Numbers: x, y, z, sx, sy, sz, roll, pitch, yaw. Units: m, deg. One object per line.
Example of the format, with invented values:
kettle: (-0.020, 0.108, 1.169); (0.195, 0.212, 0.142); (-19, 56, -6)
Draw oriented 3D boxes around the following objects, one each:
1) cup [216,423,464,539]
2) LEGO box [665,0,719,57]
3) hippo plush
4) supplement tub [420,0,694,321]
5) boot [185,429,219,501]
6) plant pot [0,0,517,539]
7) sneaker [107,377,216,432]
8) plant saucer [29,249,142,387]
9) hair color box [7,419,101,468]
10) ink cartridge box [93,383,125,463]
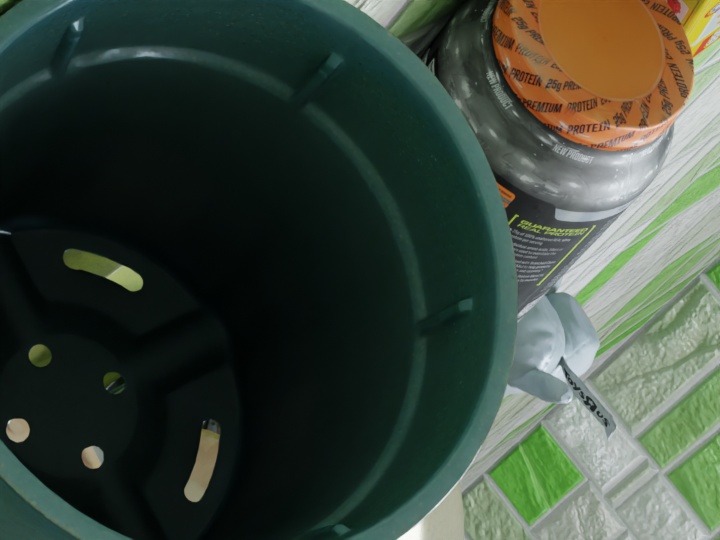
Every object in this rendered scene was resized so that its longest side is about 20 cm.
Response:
cup: (-0.019, 0.126, 1.656); (0.200, 0.200, 0.144); (-30, 140, -45)
LEGO box: (0.189, -0.188, 1.192); (0.149, 0.077, 0.200); (-37, 171, -15)
hippo plush: (0.049, 0.054, 1.537); (0.160, 0.201, 0.159); (-33, 151, 14)
supplement tub: (0.069, -0.056, 1.220); (0.122, 0.123, 0.200); (-32, 169, -38)
boot: (-0.085, 0.124, 1.245); (0.144, 0.070, 0.202); (-69, 177, -58)
plant pot: (-0.076, 0.025, 0.864); (0.200, 0.201, 0.196); (-34, 177, -28)
sneaker: (-0.154, 0.112, 1.333); (0.200, 0.074, 0.079); (-47, -158, -24)
plant saucer: (-0.111, 0.011, 1.122); (0.200, 0.031, 0.200); (-39, 171, -7)
hair color box: (-0.163, 0.107, 1.003); (0.065, 0.110, 0.200); (-34, 162, 15)
ink cartridge box: (-0.146, 0.091, 1.214); (0.199, 0.037, 0.095); (-32, -178, 12)
